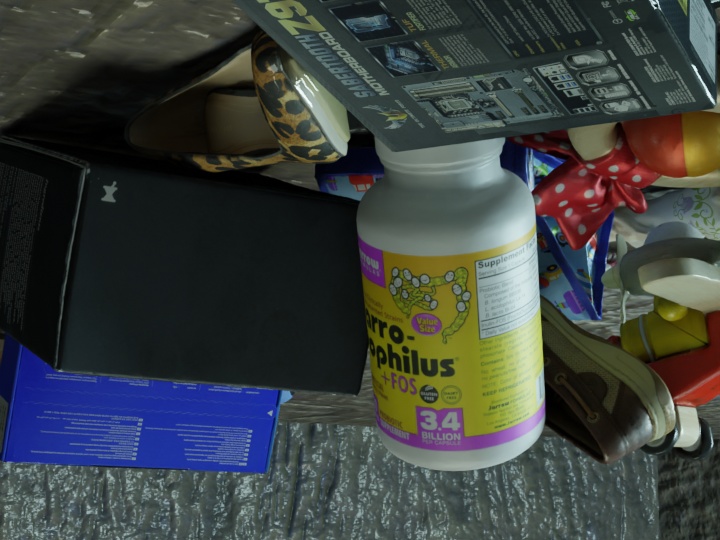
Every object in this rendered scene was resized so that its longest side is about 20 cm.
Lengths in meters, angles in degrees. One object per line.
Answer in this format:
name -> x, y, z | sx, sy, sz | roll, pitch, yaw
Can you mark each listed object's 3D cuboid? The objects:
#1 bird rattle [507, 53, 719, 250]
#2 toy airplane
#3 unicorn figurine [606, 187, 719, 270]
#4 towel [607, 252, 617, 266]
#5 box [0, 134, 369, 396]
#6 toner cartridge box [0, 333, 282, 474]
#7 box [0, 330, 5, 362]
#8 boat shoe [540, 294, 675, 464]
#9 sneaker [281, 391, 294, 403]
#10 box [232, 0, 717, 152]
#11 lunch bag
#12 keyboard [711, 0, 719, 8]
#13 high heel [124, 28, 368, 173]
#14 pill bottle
bird rattle -> 0.177, -0.080, 0.804 | 0.199, 0.113, 0.163 | 11, 161, 20
toy airplane -> 0.242, 0.019, 0.950 | 0.198, 0.142, 0.200 | -19, 151, -16
unicorn figurine -> 0.235, -0.030, 1.063 | 0.137, 0.074, 0.200 | 8, 151, -30
towel -> 0.131, 0.031, 1.247 | 0.146, 0.030, 0.199 | -41, 159, 31
box -> -0.119, -0.006, 0.905 | 0.199, 0.125, 0.196 | 7, -176, -29
toner cartridge box -> -0.153, 0.089, 1.008 | 0.199, 0.096, 0.043 | 8, -172, -30
box -> -0.220, 0.051, 1.086 | 0.199, 0.120, 0.042 | 17, 158, 27
boat shoe -> 0.109, 0.068, 0.929 | 0.072, 0.072, 0.200 | -34, -140, -21
sneaker -> -0.048, 0.046, 1.265 | 0.077, 0.071, 0.200 | -13, -152, 11
box -> 0.038, -0.116, 0.561 | 0.157, 0.051, 0.200 | -6, 156, 28
lunch bag -> 0.070, -0.039, 0.977 | 0.150, 0.095, 0.200 | 1, 162, 27
keyboard -> 0.094, -0.118, 0.712 | 0.104, 0.040, 0.200 | -20, -178, -34
high heel -> -0.076, -0.084, 0.751 | 0.141, 0.072, 0.200 | -7, 177, 7
pill bottle -> 0.052, 0.007, 0.834 | 0.103, 0.201, 0.104 | -5, -159, 2
